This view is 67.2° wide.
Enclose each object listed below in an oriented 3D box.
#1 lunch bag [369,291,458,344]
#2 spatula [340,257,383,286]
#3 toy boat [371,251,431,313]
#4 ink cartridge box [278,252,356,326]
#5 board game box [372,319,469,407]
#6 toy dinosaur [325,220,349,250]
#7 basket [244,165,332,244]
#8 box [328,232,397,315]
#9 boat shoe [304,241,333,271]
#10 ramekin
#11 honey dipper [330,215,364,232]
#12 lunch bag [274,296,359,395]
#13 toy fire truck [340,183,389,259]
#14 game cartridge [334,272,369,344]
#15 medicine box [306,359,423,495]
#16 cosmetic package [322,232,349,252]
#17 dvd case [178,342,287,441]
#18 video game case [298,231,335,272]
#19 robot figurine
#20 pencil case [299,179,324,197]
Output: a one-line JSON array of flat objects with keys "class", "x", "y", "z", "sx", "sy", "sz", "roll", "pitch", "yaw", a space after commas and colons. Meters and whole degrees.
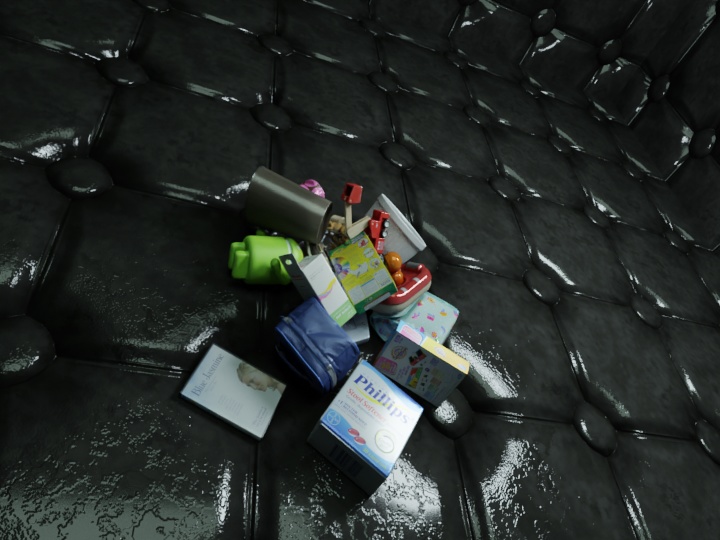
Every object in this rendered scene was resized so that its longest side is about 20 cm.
[{"class": "lunch bag", "x": 0.137, "y": 0.132, "z": 1.425, "sx": 0.197, "sy": 0.124, "sz": 0.170, "roll": 33, "pitch": 43, "yaw": 13}, {"class": "spatula", "x": -0.006, "y": 0.031, "z": 1.393, "sx": 0.056, "sy": 0.021, "sz": 0.199, "roll": 41, "pitch": 61, "yaw": 11}, {"class": "toy boat", "x": 0.087, "y": 0.017, "z": 1.383, "sx": 0.128, "sy": 0.135, "sz": 0.198, "roll": 11, "pitch": 35, "yaw": 45}, {"class": "ink cartridge box", "x": -0.102, "y": 0.032, "z": 1.264, "sx": 0.067, "sy": 0.116, "sz": 0.204, "roll": -36, "pitch": 104, "yaw": -23}, {"class": "board game box", "x": 0.145, "y": 0.229, "z": 1.315, "sx": 0.196, "sy": 0.155, "sz": 0.041, "roll": 31, "pitch": 41, "yaw": 0}, {"class": "toy dinosaur", "x": -0.044, "y": -0.100, "z": 1.468, "sx": 0.194, "sy": 0.061, "sz": 0.108, "roll": 24, "pitch": 40, "yaw": -10}, {"class": "basket", "x": -0.179, "y": -0.155, "z": 1.385, "sx": 0.194, "sy": 0.182, "sz": 0.139, "roll": 22, "pitch": 64, "yaw": 4}, {"class": "box", "x": 0.000, "y": 0.000, "z": 1.329, "sx": 0.115, "sy": 0.049, "sz": 0.203, "roll": -28, "pitch": 50, "yaw": 0}, {"class": "boat shoe", "x": -0.111, "y": -0.036, "z": 1.413, "sx": 0.057, "sy": 0.074, "sz": 0.202, "roll": -8, "pitch": 37, "yaw": -10}, {"class": "ramekin", "x": 0.091, "y": -0.111, "z": 1.576, "sx": 0.200, "sy": 0.105, "sz": 0.201, "roll": 46, "pitch": 10, "yaw": -11}, {"class": "honey dipper", "x": -0.019, "y": -0.123, "z": 1.548, "sx": 0.037, "sy": 0.040, "sz": 0.197, "roll": -13, "pitch": 23, "yaw": -36}, {"class": "lunch bag", "x": -0.112, "y": 0.171, "z": 1.220, "sx": 0.132, "sy": 0.137, "sz": 0.200, "roll": -39, "pitch": 73, "yaw": -22}, {"class": "toy fire truck", "x": 0.006, "y": -0.114, "z": 1.418, "sx": 0.137, "sy": 0.208, "sz": 0.048, "roll": 5, "pitch": 12, "yaw": -31}, {"class": "game cartridge", "x": -0.056, "y": 0.102, "z": 1.379, "sx": 0.129, "sy": 0.041, "sz": 0.205, "roll": -13, "pitch": 63, "yaw": -20}, {"class": "medicine box", "x": 0.013, "y": 0.336, "z": 1.180, "sx": 0.180, "sy": 0.104, "sz": 0.200, "roll": 36, "pitch": 44, "yaw": 6}, {"class": "cosmetic package", "x": -0.023, "y": -0.017, "z": 1.487, "sx": 0.081, "sy": 0.051, "sz": 0.203, "roll": -13, "pitch": 58, "yaw": -37}, {"class": "dvd case", "x": -0.267, "y": 0.255, "z": 1.158, "sx": 0.195, "sy": 0.018, "sz": 0.145, "roll": 29, "pitch": 44, "yaw": -3}, {"class": "video game case", "x": -0.088, "y": -0.025, "z": 1.511, "sx": 0.181, "sy": 0.022, "sz": 0.199, "roll": 43, "pitch": 43, "yaw": 12}, {"class": "robot figurine", "x": -0.230, "y": -0.025, "z": 1.360, "sx": 0.193, "sy": 0.119, "sz": 0.176, "roll": 1, "pitch": 28, "yaw": -28}, {"class": "pencil case", "x": -0.184, "y": -0.195, "z": 1.560, "sx": 0.199, "sy": 0.092, "sz": 0.093, "roll": -41, "pitch": 108, "yaw": -44}]
